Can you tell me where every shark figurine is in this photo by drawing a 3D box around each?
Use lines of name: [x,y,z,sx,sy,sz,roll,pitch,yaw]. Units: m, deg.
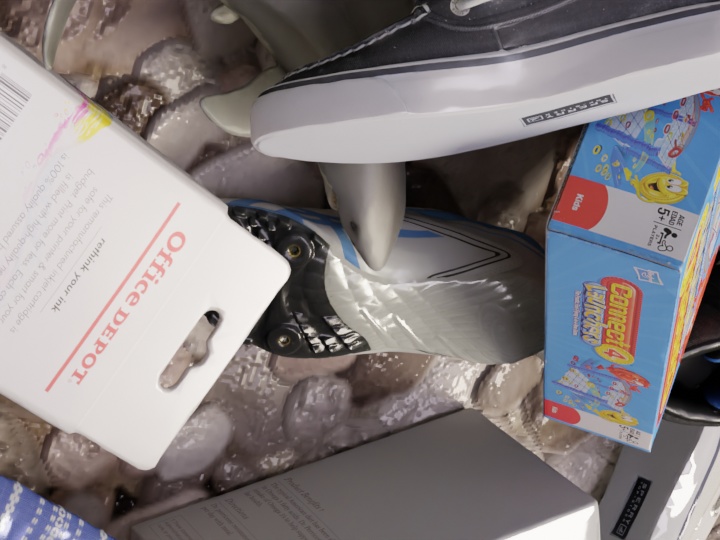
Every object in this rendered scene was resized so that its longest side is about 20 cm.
shark figurine: [-0.027,-0.104,0.711,0.214,0.089,0.130,35,60,-41]

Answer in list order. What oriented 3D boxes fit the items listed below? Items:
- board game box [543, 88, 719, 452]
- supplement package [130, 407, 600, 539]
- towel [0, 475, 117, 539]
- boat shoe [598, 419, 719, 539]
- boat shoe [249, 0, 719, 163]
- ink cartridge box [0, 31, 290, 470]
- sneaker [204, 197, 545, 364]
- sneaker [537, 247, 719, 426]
board game box: [0.138,-0.048,0.782,0.200,0.055,0.197,78,32,-64]
supplement package: [0.005,0.166,0.851,0.198,0.117,0.119,-16,116,-25]
towel: [-0.124,0.174,0.696,0.199,0.024,0.146,37,83,-36]
boat shoe: [0.159,0.162,0.978,0.069,0.071,0.202,28,86,-34]
boat shoe: [0.052,-0.089,0.661,0.198,0.072,0.069,-12,79,11]
ink cartridge box: [-0.137,-0.017,0.714,0.199,0.067,0.118,38,88,-33]
sneaker: [0.000,0.000,0.820,0.198,0.073,0.073,10,117,-20]
sneaker: [0.198,0.037,0.922,0.198,0.112,0.074,-12,117,-27]
